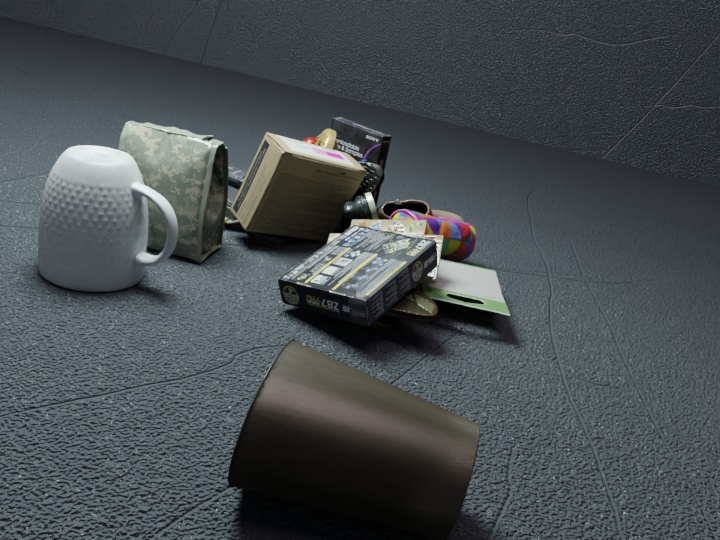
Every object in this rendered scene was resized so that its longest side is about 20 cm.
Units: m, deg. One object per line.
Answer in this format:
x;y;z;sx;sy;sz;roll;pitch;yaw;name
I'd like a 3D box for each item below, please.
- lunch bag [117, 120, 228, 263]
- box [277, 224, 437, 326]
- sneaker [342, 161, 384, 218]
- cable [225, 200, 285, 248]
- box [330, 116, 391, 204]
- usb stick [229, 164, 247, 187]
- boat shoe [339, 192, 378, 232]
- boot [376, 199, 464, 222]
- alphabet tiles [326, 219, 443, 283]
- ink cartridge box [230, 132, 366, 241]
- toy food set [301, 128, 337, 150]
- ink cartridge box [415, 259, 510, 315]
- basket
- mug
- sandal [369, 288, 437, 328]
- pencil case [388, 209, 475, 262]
-0.306;-0.137;1.127;0.163;0.201;0.118;14;22;7;lunch bag
0.000;0.000;1.035;0.161;0.049;0.200;11;32;33;box
-0.016;-0.153;1.367;0.090;0.200;0.070;-12;71;-53;sneaker
-0.226;-0.087;1.290;0.199;0.051;0.097;29;17;8;cable
-0.018;-0.208;1.456;0.143;0.201;0.036;26;24;33;box
-0.327;-0.232;1.574;0.199;0.033;0.055;25;27;28;usb stick
-0.006;-0.091;1.298;0.066;0.075;0.199;-17;-5;-4;boat shoe
0.120;-0.103;1.372;0.199;0.071;0.146;-7;-12;-4;boot
0.033;-0.022;1.135;0.199;0.006;0.167;2;51;15;alphabet tiles
-0.111;-0.146;1.250;0.199;0.165;0.075;6;33;-44;ink cartridge box
-0.115;-0.206;1.426;0.049;0.199;0.200;29;5;-26;toy food set
0.166;0.038;1.161;0.145;0.048;0.200;12;22;-1;ink cartridge box
0.001;0.166;0.652;0.199;0.137;0.180;19;17;6;basket
-0.352;-0.073;0.975;0.199;0.176;0.148;16;22;9;mug
0.018;0.059;1.031;0.199;0.055;0.082;1;27;13;sandal
0.133;-0.063;1.290;0.199;0.089;0.088;9;17;-47;pencil case
